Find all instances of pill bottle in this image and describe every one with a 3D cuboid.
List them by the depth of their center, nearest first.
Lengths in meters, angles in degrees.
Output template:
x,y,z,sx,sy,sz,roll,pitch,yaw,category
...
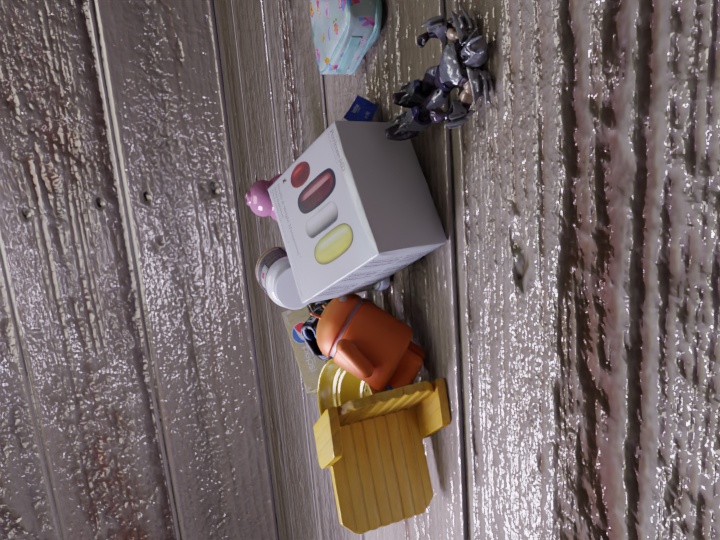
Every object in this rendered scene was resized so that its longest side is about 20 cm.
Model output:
x,y,z,sx,sy,sz,roll,pitch,yaw,category
-0.173,0.018,1.329,0.199,0.113,0.120,-149,52,-67,pill bottle

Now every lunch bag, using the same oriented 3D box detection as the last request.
x,y,z,sx,sy,sz,roll,pitch,yaw,category
-0.027,-0.433,0.976,0.200,0.075,0.166,152,107,-71,lunch bag

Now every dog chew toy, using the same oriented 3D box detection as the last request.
x,y,z,sx,sy,sz,roll,pitch,yaw,category
-0.162,-0.163,1.302,0.124,0.194,0.129,177,90,-68,dog chew toy

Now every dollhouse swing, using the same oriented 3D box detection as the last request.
x,y,z,sx,sy,sz,roll,pitch,yaw,category
0.045,0.297,0.896,0.183,0.194,0.181,119,139,-61,dollhouse swing

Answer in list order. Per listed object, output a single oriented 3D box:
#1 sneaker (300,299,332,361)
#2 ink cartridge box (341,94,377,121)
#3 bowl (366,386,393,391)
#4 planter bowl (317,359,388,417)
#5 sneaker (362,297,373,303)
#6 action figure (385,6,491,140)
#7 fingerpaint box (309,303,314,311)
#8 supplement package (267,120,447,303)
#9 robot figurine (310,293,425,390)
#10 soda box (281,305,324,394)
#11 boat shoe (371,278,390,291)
x,y,z,sx,sy,sz,roll,pitch,yaw,category
-0.062,0.060,1.026,0.071,0.111,0.207,-5,98,39,sneaker
-0.033,-0.196,1.019,0.095,0.043,0.202,-68,3,-49,ink cartridge box
0.020,0.255,1.205,0.200,0.038,0.208,171,91,-72,bowl
0.004,0.255,1.081,0.198,0.082,0.208,15,109,50,planter bowl
0.019,0.138,1.112,0.201,0.065,0.093,-119,28,-61,sneaker
0.097,-0.231,0.710,0.199,0.067,0.135,152,117,-66,action figure
-0.083,0.006,1.346,0.167,0.071,0.206,-132,37,-59,fingerpaint box
-0.012,-0.083,0.856,0.198,0.144,0.197,-31,74,46,supplement package
0.009,0.115,0.940,0.197,0.145,0.118,31,145,7,robot figurine
-0.123,0.186,1.367,0.064,0.066,0.205,74,176,-74,soda box
0.000,0.000,1.111,0.199,0.060,0.075,-160,62,-69,boat shoe
